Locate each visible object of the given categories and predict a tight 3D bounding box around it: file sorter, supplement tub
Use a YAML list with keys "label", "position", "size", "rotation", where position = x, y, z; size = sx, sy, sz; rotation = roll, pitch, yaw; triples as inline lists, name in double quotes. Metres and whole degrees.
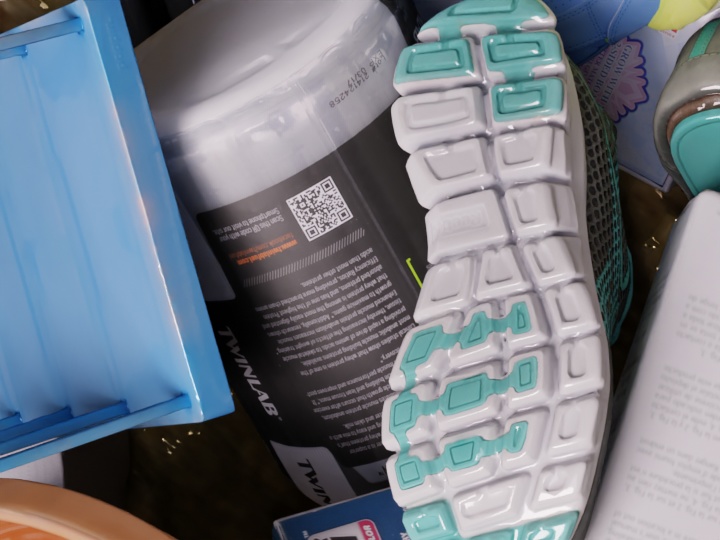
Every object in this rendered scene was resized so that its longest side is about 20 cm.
- label: "file sorter"
  position: [-0.156, 0.002, 0.916]
  size: [0.200, 0.123, 0.139]
  rotation: [-10, 96, 60]
- label: "supplement tub"
  position: [0.000, 0.000, 0.957]
  size: [0.122, 0.123, 0.200]
  rotation: [-17, 117, 24]

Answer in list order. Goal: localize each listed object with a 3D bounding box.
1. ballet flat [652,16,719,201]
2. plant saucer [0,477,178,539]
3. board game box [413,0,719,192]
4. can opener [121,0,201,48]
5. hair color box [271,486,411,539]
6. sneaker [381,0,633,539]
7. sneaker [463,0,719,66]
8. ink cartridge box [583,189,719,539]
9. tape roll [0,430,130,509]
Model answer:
- label: "ballet flat"
  position: [0.161, -0.004, 0.940]
  size: [0.067, 0.064, 0.200]
  rotation: [-13, 125, 27]
- label: "plant saucer"
  position: [-0.075, 0.147, 0.887]
  size: [0.200, 0.032, 0.200]
  rotation: [22, 136, 23]
- label: "board game box"
  position: [0.065, -0.161, 0.947]
  size: [0.199, 0.041, 0.200]
  rotation: [29, 114, 11]
- label: "can opener"
  position: [-0.075, -0.087, 1.008]
  size: [0.053, 0.067, 0.200]
  rotation: [-18, 99, 24]
- label: "hair color box"
  position: [0.069, 0.102, 0.914]
  size: [0.100, 0.200, 0.061]
  rotation: [101, 150, -58]
- label: "sneaker"
  position: [0.059, 0.014, 0.871]
  size: [0.078, 0.091, 0.200]
  rotation: [-8, 67, 29]
- label: "sneaker"
  position: [0.038, -0.150, 0.896]
  size: [0.105, 0.076, 0.200]
  rotation: [-37, 91, 26]
- label: "ink cartridge box"
  position: [0.148, 0.094, 0.859]
  size: [0.160, 0.047, 0.200]
  rotation: [20, 79, 0]
- label: "tape roll"
  position: [-0.196, 0.066, 1.102]
  size: [0.200, 0.066, 0.201]
  rotation: [6, 108, 19]
